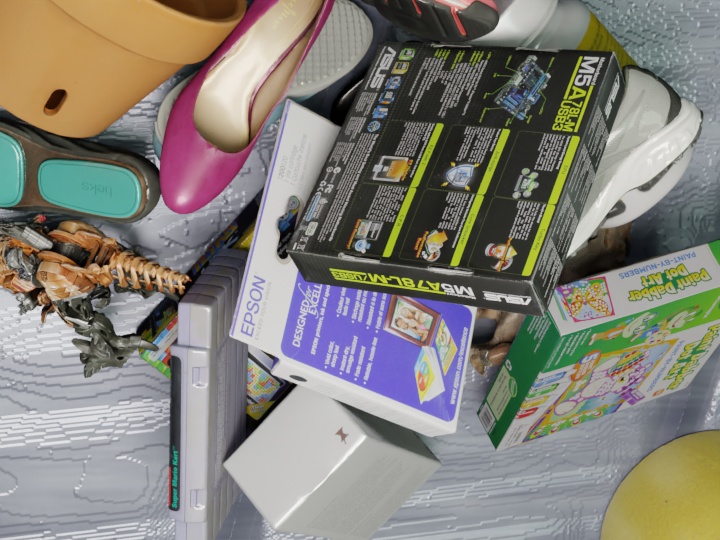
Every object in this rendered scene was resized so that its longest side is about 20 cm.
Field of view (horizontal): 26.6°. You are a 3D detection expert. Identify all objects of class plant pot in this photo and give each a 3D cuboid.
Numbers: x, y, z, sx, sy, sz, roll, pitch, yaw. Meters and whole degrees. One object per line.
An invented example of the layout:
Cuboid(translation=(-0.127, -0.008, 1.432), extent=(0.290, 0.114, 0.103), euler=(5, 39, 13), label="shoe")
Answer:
Cuboid(translation=(0.329, 0.263, 1.353), extent=(0.197, 0.142, 0.203), euler=(-4, 109, -11), label="plant pot")
Cuboid(translation=(-0.198, -0.189, 1.070), extent=(0.199, 0.201, 0.140), euler=(32, 116, -20), label="plant pot")

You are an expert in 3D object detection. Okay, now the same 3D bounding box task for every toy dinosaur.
Cuboid(translation=(-0.211, 0.008, 1.139), extent=(0.102, 0.199, 0.136), euler=(-51, 137, -10), label="toy dinosaur")
Cuboid(translation=(0.154, 0.033, 1.276), extent=(0.200, 0.086, 0.135), euler=(-42, 152, 22), label="toy dinosaur")

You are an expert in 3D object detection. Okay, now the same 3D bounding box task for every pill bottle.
Cuboid(translation=(0.161, -0.139, 1.196), extent=(0.114, 0.114, 0.200), euler=(-44, 112, 5), label="pill bottle")

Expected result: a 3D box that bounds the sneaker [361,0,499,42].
Cuboid(translation=(0.020, -0.238, 1.119), extent=(0.198, 0.074, 0.088), euler=(26, 82, 14), label="sneaker")

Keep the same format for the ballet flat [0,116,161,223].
Cuboid(translation=(-0.239, -0.076, 1.145), extent=(0.198, 0.068, 0.069), euler=(15, 110, 10), label="ballet flat")

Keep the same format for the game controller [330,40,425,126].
Cuboid(translation=(0.065, -0.087, 1.231), extent=(0.104, 0.042, 0.200), euler=(-40, 111, 3), label="game controller")

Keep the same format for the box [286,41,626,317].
Cuboid(translation=(0.069, -0.072, 1.075), extent=(0.202, 0.191, 0.048), euler=(-67, 150, -27), label="box")

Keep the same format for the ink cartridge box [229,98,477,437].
Cuboid(translation=(0.000, 0.000, 1.143), extent=(0.198, 0.043, 0.200), euler=(25, 62, -24), label="ink cartridge box")

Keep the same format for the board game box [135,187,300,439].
Cuboid(translation=(-0.057, 0.036, 1.238), extent=(0.165, 0.057, 0.200), euler=(41, 97, -23), label="board game box")

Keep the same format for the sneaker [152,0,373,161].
Cuboid(translation=(-0.081, -0.144, 1.174), extent=(0.199, 0.082, 0.074), euler=(-31, 88, -21), label="sneaker")

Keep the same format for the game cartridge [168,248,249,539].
Cuboid(translation=(-0.113, 0.098, 1.148), extent=(0.038, 0.130, 0.203), euler=(7, 110, 12), label="game cartridge")

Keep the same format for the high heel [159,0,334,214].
Cuboid(translation=(-0.080, -0.134, 1.073), extent=(0.067, 0.096, 0.202), euler=(27, 74, -17), label="high heel")

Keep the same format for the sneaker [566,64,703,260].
Cuboid(translation=(0.160, -0.070, 1.136), extent=(0.079, 0.074, 0.200), euler=(41, 105, -10), label="sneaker")

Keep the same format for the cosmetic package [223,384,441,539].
Cuboid(translation=(-0.017, 0.155, 1.216), extent=(0.101, 0.200, 0.071), euler=(-45, 67, 4), label="cosmetic package")

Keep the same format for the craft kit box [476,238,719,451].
Cuboid(translation=(0.209, 0.059, 1.230), extent=(0.195, 0.049, 0.201), euler=(-19, 153, -21), label="craft kit box")
